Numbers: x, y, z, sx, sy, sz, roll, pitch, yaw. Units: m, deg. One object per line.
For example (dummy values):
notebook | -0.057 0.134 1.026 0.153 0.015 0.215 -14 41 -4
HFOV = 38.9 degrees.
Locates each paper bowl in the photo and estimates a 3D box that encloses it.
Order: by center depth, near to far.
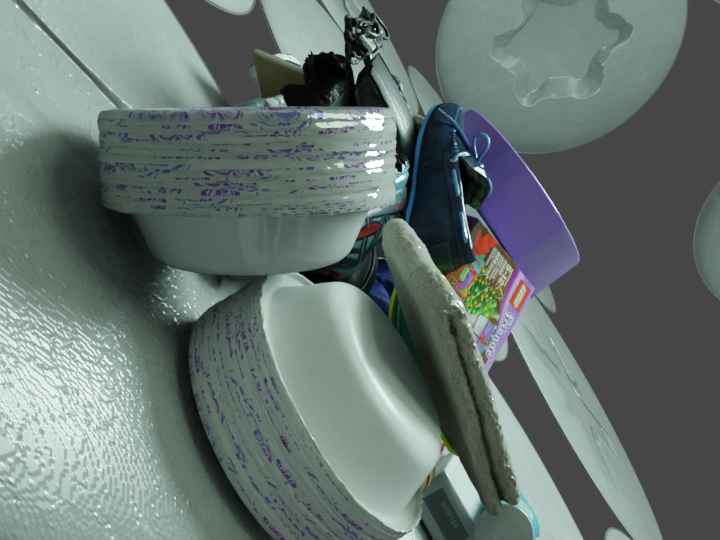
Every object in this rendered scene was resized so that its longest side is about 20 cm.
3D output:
paper bowl | -0.074 -0.058 0.688 0.201 0.198 0.106 -48 139 -75
paper bowl | -0.018 0.091 0.703 0.202 0.104 0.201 55 14 -21

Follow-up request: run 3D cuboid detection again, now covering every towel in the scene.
towel | 0.068 0.072 0.756 0.133 0.034 0.202 -120 -170 -58

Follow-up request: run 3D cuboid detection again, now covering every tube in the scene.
tube | 0.142 0.228 0.950 0.078 0.050 0.200 65 10 10

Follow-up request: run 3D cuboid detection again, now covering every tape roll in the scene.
tape roll | 0.148 -0.071 1.089 0.201 0.065 0.200 55 0 0

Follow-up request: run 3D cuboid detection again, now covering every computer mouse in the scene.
computer mouse | 0.028 -0.139 0.941 0.139 0.052 0.203 -71 154 -70

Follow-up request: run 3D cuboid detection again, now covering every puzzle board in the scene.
puzzle board | -0.016 -0.155 1.076 0.198 0.018 0.151 25 -19 11

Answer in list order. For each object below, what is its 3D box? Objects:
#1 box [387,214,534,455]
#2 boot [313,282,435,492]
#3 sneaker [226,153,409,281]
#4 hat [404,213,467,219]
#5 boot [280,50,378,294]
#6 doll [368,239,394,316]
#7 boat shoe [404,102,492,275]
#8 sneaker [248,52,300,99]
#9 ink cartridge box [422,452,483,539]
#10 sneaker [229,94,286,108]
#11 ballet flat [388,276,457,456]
box | 0.080 0.064 0.969 0.039 0.201 0.137 21 -15 41
boot | -0.001 0.104 0.847 0.202 0.073 0.075 63 20 2
sneaker | -0.029 -0.025 0.851 0.079 0.199 0.097 26 -46 44
hat | 0.024 -0.049 1.144 0.199 0.082 0.201 25 -16 7
boot | -0.032 -0.086 0.946 0.169 0.075 0.202 71 22 -43
doll | 0.000 0.000 1.031 0.136 0.049 0.201 -18 60 -40
boat shoe | 0.086 -0.070 0.914 0.084 0.068 0.202 63 29 -50
sneaker | -0.070 -0.195 1.237 0.199 0.073 0.081 9 61 -65
ink cartridge box | 0.119 0.254 1.002 0.161 0.047 0.200 60 11 5
sneaker | -0.097 -0.120 0.998 0.200 0.077 0.092 -50 124 -72
ballet flat | 0.062 0.074 0.871 0.202 0.066 0.067 67 -7 -29
